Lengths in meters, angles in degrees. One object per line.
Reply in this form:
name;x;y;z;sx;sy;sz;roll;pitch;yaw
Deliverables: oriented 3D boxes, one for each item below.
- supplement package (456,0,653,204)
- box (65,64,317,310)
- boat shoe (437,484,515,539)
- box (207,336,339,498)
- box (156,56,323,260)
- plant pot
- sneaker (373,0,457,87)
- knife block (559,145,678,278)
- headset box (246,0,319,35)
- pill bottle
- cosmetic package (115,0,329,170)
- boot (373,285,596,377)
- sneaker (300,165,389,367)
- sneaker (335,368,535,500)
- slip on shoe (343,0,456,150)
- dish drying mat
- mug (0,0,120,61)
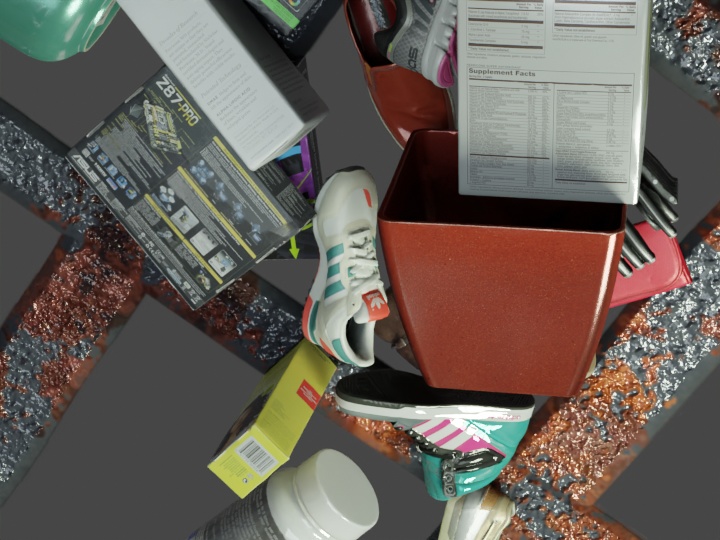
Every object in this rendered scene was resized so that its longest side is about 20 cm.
supplement package;0.162;-0.180;1.396;0.150;0.152;0.200;3;121;10
box;-0.164;-0.082;1.618;0.161;0.049;0.200;-36;96;34
boat shoe;0.112;0.314;1.767;0.068;0.075;0.200;15;116;12
box;-0.082;0.138;1.658;0.050;0.200;0.075;44;115;-6
box;-0.112;-0.106;1.644;0.143;0.036;0.200;-2;113;14
plant pot;0.128;-0.001;1.470;0.200;0.200;0.176;4;117;10
sneaker;0.064;-0.264;1.480;0.087;0.074;0.200;15;89;19
knife block;0.198;-0.090;1.556;0.200;0.064;0.176;9;111;8
headset box;-0.067;-0.334;1.494;0.174;0.093;0.200;41;117;-7
pill bottle;-0.084;0.277;1.773;0.200;0.114;0.114;-38;102;26
cosmetic package;-0.124;-0.194;1.536;0.074;0.102;0.200;-39;91;17
boot;0.114;0.058;1.646;0.200;0.072;0.166;42;138;-5
sneaker;0.000;0.000;1.623;0.093;0.070;0.200;37;127;42
sneaker;0.066;0.168;1.694;0.200;0.084;0.121;6;114;-9
slip on shoe;0.032;-0.186;1.559;0.074;0.061;0.200;-15;112;17
dish drying mat;0.212;0.009;1.632;0.200;0.018;0.077;-17;108;20
mug;-0.269;-0.271;1.525;0.114;0.152;0.185;35;154;-6
